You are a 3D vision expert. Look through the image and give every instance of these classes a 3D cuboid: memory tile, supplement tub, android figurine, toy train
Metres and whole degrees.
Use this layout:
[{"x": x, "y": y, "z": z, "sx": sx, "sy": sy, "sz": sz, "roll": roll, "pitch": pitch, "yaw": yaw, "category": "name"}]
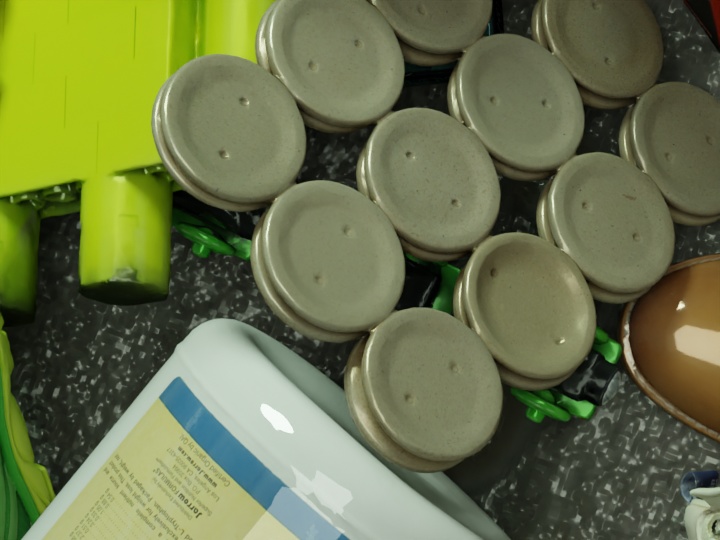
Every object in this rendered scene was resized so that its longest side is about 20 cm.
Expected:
[{"x": 0.035, "y": -0.040, "z": 0.839, "sx": 0.153, "sy": 0.017, "sz": 0.200, "roll": 51, "pitch": 52, "yaw": -1, "category": "memory tile"}, {"x": -0.055, "y": 0.133, "z": 0.845, "sx": 0.145, "sy": 0.145, "sz": 0.200, "roll": 40, "pitch": 93, "yaw": 11, "category": "supplement tub"}, {"x": -0.099, "y": -0.083, "z": 0.888, "sx": 0.182, "sy": 0.041, "sz": 0.201, "roll": -12, "pitch": 70, "yaw": 35, "category": "android figurine"}, {"x": 0.000, "y": 0.000, "z": 0.891, "sx": 0.199, "sy": 0.056, "sz": 0.042, "roll": 26, "pitch": 88, "yaw": 13, "category": "toy train"}]

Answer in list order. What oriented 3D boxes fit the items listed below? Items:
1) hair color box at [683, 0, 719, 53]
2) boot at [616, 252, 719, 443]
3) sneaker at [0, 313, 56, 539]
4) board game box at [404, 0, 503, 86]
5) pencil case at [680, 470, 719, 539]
[{"x": 0.104, "y": -0.138, "z": 0.812, "sx": 0.061, "sy": 0.200, "sz": 0.102, "roll": -37, "pitch": 80, "yaw": 5, "category": "hair color box"}, {"x": 0.174, "y": 0.033, "z": 0.808, "sx": 0.199, "sy": 0.155, "sz": 0.074, "roll": 13, "pitch": 88, "yaw": 11, "category": "boot"}, {"x": -0.156, "y": 0.052, "z": 0.854, "sx": 0.074, "sy": 0.084, "sz": 0.201, "roll": 1, "pitch": 127, "yaw": 31, "category": "sneaker"}, {"x": -0.021, "y": -0.163, "z": 0.923, "sx": 0.135, "sy": 0.028, "sz": 0.201, "roll": -4, "pitch": 85, "yaw": 10, "category": "board game box"}, {"x": 0.130, "y": 0.167, "z": 0.840, "sx": 0.089, "sy": 0.078, "sz": 0.201, "roll": 9, "pitch": 86, "yaw": -26, "category": "pencil case"}]
